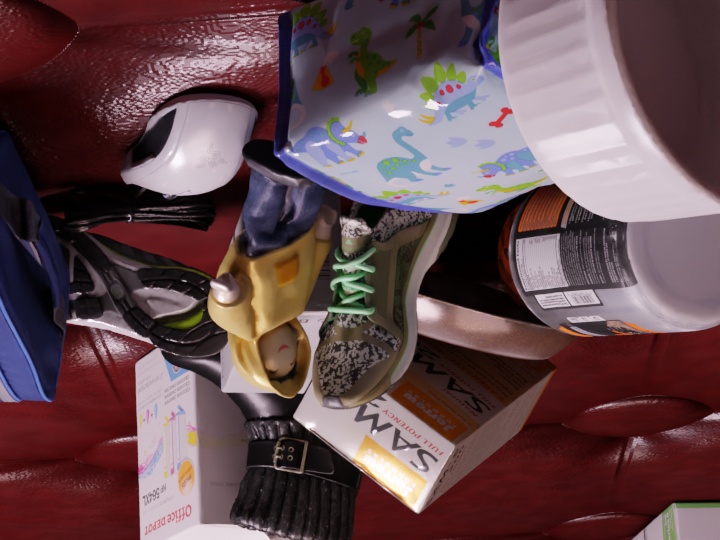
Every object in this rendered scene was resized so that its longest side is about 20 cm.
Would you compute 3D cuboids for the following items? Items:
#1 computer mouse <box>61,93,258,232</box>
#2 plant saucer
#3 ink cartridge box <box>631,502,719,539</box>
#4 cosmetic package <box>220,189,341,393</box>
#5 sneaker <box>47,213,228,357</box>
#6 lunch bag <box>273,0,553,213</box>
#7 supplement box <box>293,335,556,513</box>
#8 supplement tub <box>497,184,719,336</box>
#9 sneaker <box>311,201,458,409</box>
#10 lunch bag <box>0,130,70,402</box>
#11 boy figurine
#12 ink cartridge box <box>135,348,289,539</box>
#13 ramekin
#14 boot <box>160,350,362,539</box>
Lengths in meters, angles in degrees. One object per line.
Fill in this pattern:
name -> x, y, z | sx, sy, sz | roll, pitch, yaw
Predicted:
computer mouse -> -0.129, -0.065, 1.593 | 0.109, 0.044, 0.200 | 5, 159, -21
plant saucer -> 0.071, 0.030, 1.773 | 0.199, 0.035, 0.200 | 16, -174, -2
ink cartridge box -> 0.419, 0.342, 2.806 | 0.144, 0.085, 0.200 | 0, 160, -11
cosmetic package -> -0.062, 0.019, 1.762 | 0.074, 0.102, 0.200 | 1, 159, -12
sneaker -> -0.177, 0.013, 1.695 | 0.199, 0.074, 0.081 | 23, -176, 11
lunch bag -> 0.073, -0.105, 1.395 | 0.169, 0.128, 0.200 | -20, 146, 37
supplement box -> 0.054, 0.095, 1.827 | 0.200, 0.126, 0.074 | -31, 153, -58
supplement tub -> 0.185, -0.016, 1.639 | 0.122, 0.123, 0.200 | 5, 175, -24
sneaker -> 0.000, 0.000, 1.613 | 0.077, 0.201, 0.089 | -1, 148, 33
lunch bag -> -0.267, -0.003, 1.569 | 0.131, 0.137, 0.200 | -6, 143, 6
boy figurine -> -0.061, 0.002, 1.586 | 0.064, 0.201, 0.124 | 27, -146, 27
ink cartridge box -> -0.112, 0.164, 2.008 | 0.125, 0.201, 0.128 | 7, 159, -27
ramekin -> 0.166, -0.122, 1.269 | 0.200, 0.202, 0.097 | 13, 162, -41
boot -> -0.088, 0.132, 1.911 | 0.210, 0.159, 0.079 | 18, -178, 6
